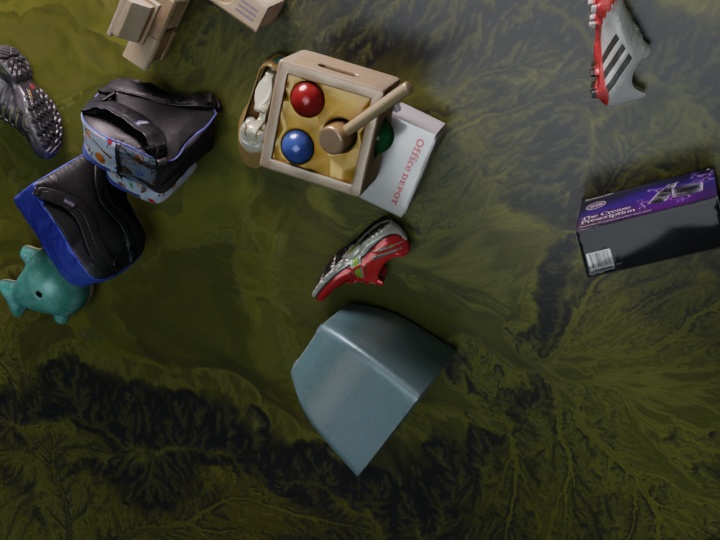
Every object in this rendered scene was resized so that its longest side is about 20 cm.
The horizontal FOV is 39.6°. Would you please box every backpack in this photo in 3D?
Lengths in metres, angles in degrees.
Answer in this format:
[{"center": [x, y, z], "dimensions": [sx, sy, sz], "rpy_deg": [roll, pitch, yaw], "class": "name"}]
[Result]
[{"center": [-0.346, -0.216, 1.603], "dimensions": [0.189, 0.200, 0.155], "rpy_deg": [28, 131, 7], "class": "backpack"}, {"center": [-0.470, -0.078, 1.708], "dimensions": [0.167, 0.162, 0.201], "rpy_deg": [-17, 109, 53], "class": "backpack"}]

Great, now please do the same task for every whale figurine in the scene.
[{"center": [-0.582, 0.033, 1.816], "dimensions": [0.198, 0.104, 0.160], "rpy_deg": [-17, 107, 23], "class": "whale figurine"}]

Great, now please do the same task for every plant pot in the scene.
[{"center": [0.005, 0.170, 1.650], "dimensions": [0.199, 0.196, 0.197], "rpy_deg": [39, 118, 7], "class": "plant pot"}]

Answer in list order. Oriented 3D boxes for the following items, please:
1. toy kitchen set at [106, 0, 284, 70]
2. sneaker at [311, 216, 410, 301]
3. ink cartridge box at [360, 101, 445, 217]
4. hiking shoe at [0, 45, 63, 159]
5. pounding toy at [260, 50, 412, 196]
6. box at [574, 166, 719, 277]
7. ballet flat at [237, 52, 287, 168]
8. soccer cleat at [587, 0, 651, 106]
[{"center": [-0.257, -0.362, 1.513], "dimensions": [0.180, 0.163, 0.201], "rpy_deg": [34, 118, 1], "class": "toy kitchen set"}, {"center": [0.000, 0.000, 1.639], "dimensions": [0.199, 0.077, 0.085], "rpy_deg": [-38, 103, 27], "class": "sneaker"}, {"center": [0.012, -0.196, 1.544], "dimensions": [0.198, 0.084, 0.146], "rpy_deg": [26, 116, 6], "class": "ink cartridge box"}, {"center": [-0.584, -0.277, 1.711], "dimensions": [0.100, 0.076, 0.202], "rpy_deg": [-22, 96, 33], "class": "hiking shoe"}, {"center": [-0.026, -0.213, 1.415], "dimensions": [0.198, 0.142, 0.186], "rpy_deg": [18, 114, 10], "class": "pounding toy"}, {"center": [0.419, -0.071, 1.440], "dimensions": [0.198, 0.141, 0.080], "rpy_deg": [-14, 106, 22], "class": "box"}, {"center": [-0.161, -0.249, 1.588], "dimensions": [0.068, 0.063, 0.202], "rpy_deg": [22, 117, 7], "class": "ballet flat"}, {"center": [0.362, -0.328, 1.394], "dimensions": [0.084, 0.069, 0.202], "rpy_deg": [-2, 115, 9], "class": "soccer cleat"}]
